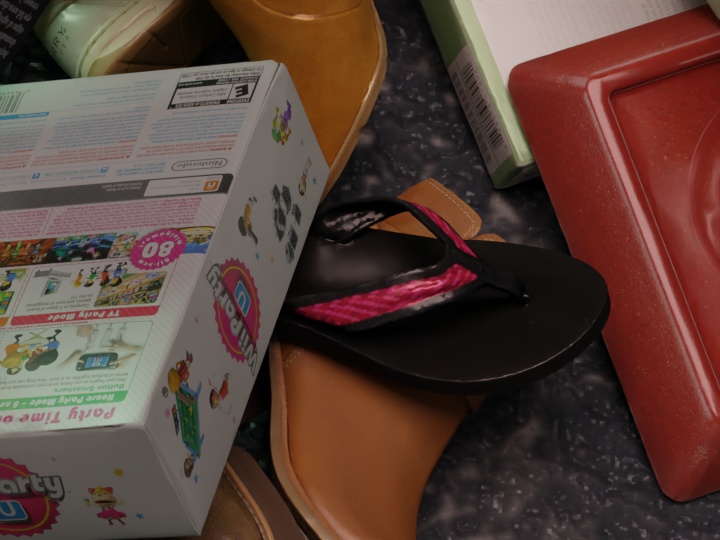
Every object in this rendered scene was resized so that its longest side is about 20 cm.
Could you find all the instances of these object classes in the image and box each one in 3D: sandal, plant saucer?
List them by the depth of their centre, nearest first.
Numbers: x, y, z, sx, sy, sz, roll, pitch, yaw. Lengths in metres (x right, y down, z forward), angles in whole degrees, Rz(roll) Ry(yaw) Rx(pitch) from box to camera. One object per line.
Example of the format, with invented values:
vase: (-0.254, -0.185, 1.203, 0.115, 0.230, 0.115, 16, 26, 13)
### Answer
sandal: (0.000, 0.000, 1.188, 0.199, 0.045, 0.075, 11, 49, 13)
plant saucer: (0.188, -0.028, 1.261, 0.199, 0.037, 0.201, -18, 79, -13)

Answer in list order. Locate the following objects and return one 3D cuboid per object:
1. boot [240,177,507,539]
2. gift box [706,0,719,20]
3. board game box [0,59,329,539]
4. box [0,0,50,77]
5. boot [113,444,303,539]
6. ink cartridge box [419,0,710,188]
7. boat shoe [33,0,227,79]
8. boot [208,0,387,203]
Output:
boot: (0.022, 0.058, 1.214, 0.154, 0.074, 0.200, -30, 68, -19)
gift box: (0.211, -0.185, 1.198, 0.184, 0.200, 0.187, -26, 65, -11)
board game box: (-0.110, 0.011, 1.151, 0.147, 0.064, 0.200, -4, 42, 23)
box: (-0.179, -0.174, 1.166, 0.148, 0.104, 0.200, 35, 92, 16)
boot: (-0.105, 0.066, 1.180, 0.075, 0.074, 0.200, -9, 43, -40)
ink cartridge box: (0.127, -0.137, 1.319, 0.199, 0.048, 0.146, -19, 81, -15)
boat shoe: (-0.065, -0.154, 1.322, 0.069, 0.074, 0.200, 40, 63, 18)
boot: (-0.055, -0.127, 1.249, 0.144, 0.071, 0.202, 17, 98, -21)
